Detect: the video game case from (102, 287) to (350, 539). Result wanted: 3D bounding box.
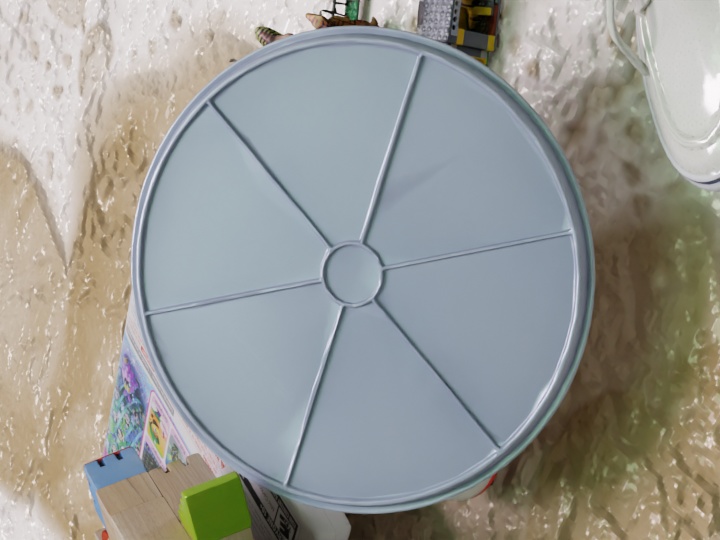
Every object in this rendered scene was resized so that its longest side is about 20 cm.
[{"bbox_3d":[-0.075,0.112,0.966,0.201,0.023,0.183,56,146,34],"label":"video game case"}]

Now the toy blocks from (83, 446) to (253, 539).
[{"bbox_3d":[-0.079,0.158,0.886,0.137,0.099,0.202,-137,31,-59],"label":"toy blocks"}]

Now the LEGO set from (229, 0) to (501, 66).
[{"bbox_3d":[-0.015,-0.096,0.883,0.153,0.115,0.202,20,101,44],"label":"LEGO set"}]

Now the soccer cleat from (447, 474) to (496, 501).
[{"bbox_3d":[-0.012,0.044,0.896,0.200,0.085,0.069,38,114,43],"label":"soccer cleat"}]

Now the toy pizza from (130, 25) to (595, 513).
[{"bbox_3d":[0.000,0.000,0.799,0.198,0.032,0.203,2,96,14],"label":"toy pizza"}]

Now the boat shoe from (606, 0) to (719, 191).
[{"bbox_3d":[0.122,-0.134,0.760,0.074,0.086,0.204,-7,81,47],"label":"boat shoe"}]
